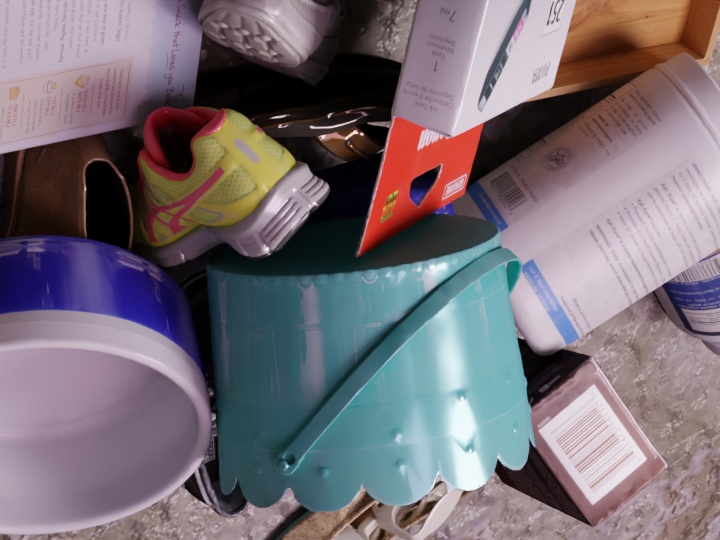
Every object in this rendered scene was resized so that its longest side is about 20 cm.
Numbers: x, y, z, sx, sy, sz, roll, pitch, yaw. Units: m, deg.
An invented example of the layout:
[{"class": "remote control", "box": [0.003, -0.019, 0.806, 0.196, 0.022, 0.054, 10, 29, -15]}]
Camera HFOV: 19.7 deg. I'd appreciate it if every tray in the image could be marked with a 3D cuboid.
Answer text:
[{"class": "tray", "box": [0.167, -0.177, 1.418, 0.200, 0.037, 0.099, -13, 131, -32]}]

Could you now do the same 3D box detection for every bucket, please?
[{"class": "bucket", "box": [0.004, 0.048, 1.229, 0.207, 0.207, 0.135, -14, 104, -32]}]

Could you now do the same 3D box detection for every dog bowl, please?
[{"class": "dog bowl", "box": [-0.190, 0.070, 1.219, 0.199, 0.079, 0.200, -7, 142, -5]}]

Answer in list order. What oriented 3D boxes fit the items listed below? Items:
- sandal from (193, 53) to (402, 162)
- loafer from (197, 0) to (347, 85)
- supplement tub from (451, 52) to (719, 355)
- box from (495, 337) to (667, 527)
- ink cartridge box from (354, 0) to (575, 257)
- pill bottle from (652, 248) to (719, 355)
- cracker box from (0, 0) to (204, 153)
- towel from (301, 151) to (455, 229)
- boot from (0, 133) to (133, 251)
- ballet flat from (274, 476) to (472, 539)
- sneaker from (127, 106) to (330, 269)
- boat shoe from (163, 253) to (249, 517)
[{"class": "sandal", "box": [-0.017, -0.093, 1.290, 0.200, 0.082, 0.055, -11, 124, -32]}, {"class": "loafer", "box": [-0.046, -0.152, 1.181, 0.200, 0.070, 0.070, -5, 115, -85]}, {"class": "supplement tub", "box": [0.172, -0.044, 1.433, 0.200, 0.132, 0.132, -32, 140, 2]}, {"class": "box", "box": [0.133, 0.111, 1.488, 0.075, 0.200, 0.100, -38, 102, -11]}, {"class": "ink cartridge box", "box": [0.068, -0.102, 1.202, 0.200, 0.043, 0.174, -32, 137, -65]}, {"class": "pill bottle", "box": [0.269, -0.015, 1.581, 0.111, 0.111, 0.200, -43, 140, -4]}, {"class": "cracker box", "box": [-0.182, -0.136, 1.132, 0.200, 0.058, 0.134, -14, 132, -32]}, {"class": "towel", "box": [0.000, 0.000, 1.384, 0.147, 0.050, 0.200, -19, 141, 5]}, {"class": "boot", "box": [-0.174, 0.000, 1.241, 0.073, 0.075, 0.200, -20, 135, -30]}, {"class": "ballet flat", "box": [0.011, 0.191, 1.566, 0.200, 0.065, 0.071, -39, 140, -8]}, {"class": "sneaker", "box": [-0.096, -0.059, 1.198, 0.090, 0.200, 0.078, 47, 65, -20]}, {"class": "boat shoe", "box": [-0.097, 0.080, 1.356, 0.073, 0.068, 0.200, -18, 132, -29]}]
